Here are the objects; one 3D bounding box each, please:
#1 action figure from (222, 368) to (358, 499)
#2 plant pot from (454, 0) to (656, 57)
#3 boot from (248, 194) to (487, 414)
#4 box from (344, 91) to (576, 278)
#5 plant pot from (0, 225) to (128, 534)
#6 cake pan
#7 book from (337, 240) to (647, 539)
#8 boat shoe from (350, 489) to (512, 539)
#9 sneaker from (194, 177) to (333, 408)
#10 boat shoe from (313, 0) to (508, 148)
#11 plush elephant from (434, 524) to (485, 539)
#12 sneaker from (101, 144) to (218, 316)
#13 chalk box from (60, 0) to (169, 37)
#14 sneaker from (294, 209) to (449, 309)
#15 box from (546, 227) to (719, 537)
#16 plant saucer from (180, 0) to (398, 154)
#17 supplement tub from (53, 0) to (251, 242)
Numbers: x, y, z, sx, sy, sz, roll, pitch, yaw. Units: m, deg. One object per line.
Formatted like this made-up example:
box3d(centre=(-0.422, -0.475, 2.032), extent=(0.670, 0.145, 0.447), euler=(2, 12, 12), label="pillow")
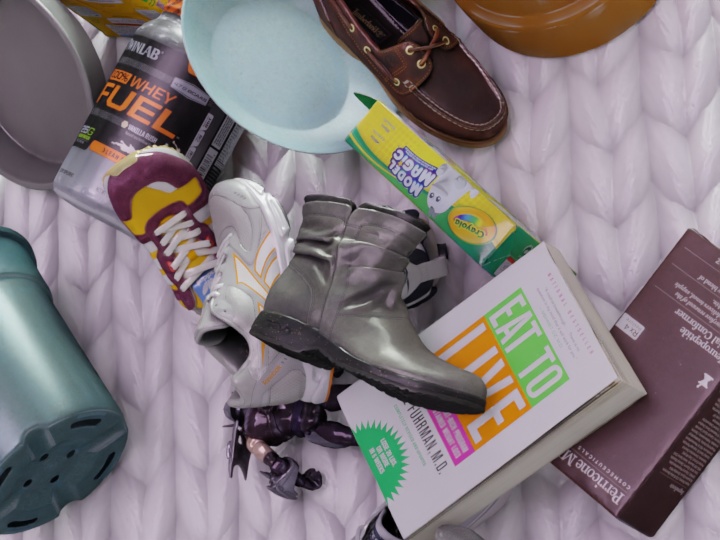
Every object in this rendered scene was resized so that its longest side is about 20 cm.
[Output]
box3d(centre=(-0.030, 0.116, 1.709), extent=(0.200, 0.069, 0.130), euler=(0, 79, 35), label="action figure")
box3d(centre=(0.128, -0.294, 1.698), extent=(0.200, 0.183, 0.200), euler=(-11, 66, 27), label="plant pot")
box3d(centre=(0.020, 0.018, 1.570), extent=(0.200, 0.068, 0.131), euler=(21, 82, 28), label="boot")
box3d(centre=(0.069, -0.057, 1.683), extent=(0.048, 0.117, 0.200), euler=(-47, 55, 6), label="box")
box3d(centre=(-0.307, 0.101, 1.810), extent=(0.200, 0.200, 0.196), euler=(-45, 63, 8), label="plant pot")
box3d(centre=(-0.298, -0.170, 1.926), extent=(0.200, 0.037, 0.200), euler=(21, 127, 32), label="cake pan")
box3d(centre=(0.090, 0.089, 1.575), extent=(0.200, 0.048, 0.134), euler=(-38, 57, 17), label="book")
box3d(centre=(0.030, 0.202, 1.635), extent=(0.200, 0.069, 0.072), euler=(-39, 57, 12), label="boat shoe")
box3d(centre=(-0.091, 0.016, 1.667), extent=(0.092, 0.076, 0.200), euler=(-11, 61, -22), label="sneaker")
box3d(centre=(0.038, -0.178, 1.744), extent=(0.200, 0.070, 0.070), euler=(39, 69, 15), label="boat shoe")
box3d(centre=(0.065, 0.275, 1.523), extent=(0.200, 0.165, 0.155), euler=(-25, 105, 6), label="plush elephant")
box3d(centre=(-0.136, -0.023, 1.743), extent=(0.075, 0.200, 0.090), euler=(-33, 56, 4), label="sneaker")
box3d(centre=(-0.187, -0.319, 1.934), extent=(0.124, 0.124, 0.200), euler=(9, 75, 34), label="chalk box")
box3d(centre=(0.000, 0.000, 1.736), extent=(0.199, 0.129, 0.080), euler=(-7, 97, 66), label="sneaker")
box3d(centre=(0.223, 0.080, 1.567), extent=(0.100, 0.075, 0.200), euler=(38, 95, 35), label="box")
box3d(centre=(-0.060, -0.175, 1.788), extent=(0.039, 0.201, 0.201), euler=(-47, 46, 53), label="plant saucer")
box3d(centre=(-0.164, -0.126, 1.844), extent=(0.122, 0.123, 0.200), euler=(25, 85, 35), label="supplement tub")
